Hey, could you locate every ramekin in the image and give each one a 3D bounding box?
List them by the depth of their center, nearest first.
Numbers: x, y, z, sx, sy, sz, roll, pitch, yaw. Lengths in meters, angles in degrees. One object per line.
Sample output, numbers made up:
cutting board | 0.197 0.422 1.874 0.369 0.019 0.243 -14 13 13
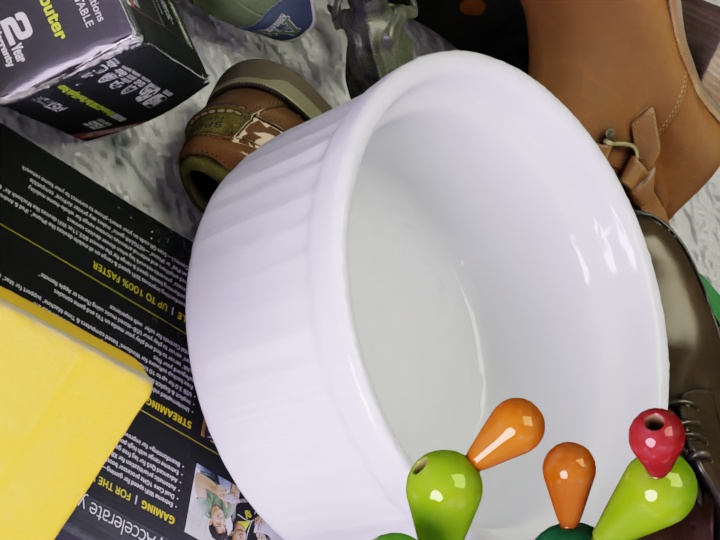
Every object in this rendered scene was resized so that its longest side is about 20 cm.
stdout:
ramekin | 0.024 0.023 1.059 0.200 0.097 0.202 20 63 -45

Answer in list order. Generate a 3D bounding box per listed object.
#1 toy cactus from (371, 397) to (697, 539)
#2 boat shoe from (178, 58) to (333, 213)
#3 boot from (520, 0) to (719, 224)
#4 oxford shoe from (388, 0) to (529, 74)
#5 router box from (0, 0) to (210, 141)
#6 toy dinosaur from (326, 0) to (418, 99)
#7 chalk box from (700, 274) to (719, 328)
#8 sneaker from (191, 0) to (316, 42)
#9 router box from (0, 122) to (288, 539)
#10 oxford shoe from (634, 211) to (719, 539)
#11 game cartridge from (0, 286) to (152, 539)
toy cactus | 0.041 0.133 0.953 0.102 0.200 0.165 48 -5 29
boat shoe | 0.000 0.000 1.173 0.200 0.072 0.068 39 47 -13
boot | 0.094 -0.082 1.278 0.200 0.077 0.156 29 90 -42
oxford shoe | 0.047 -0.163 1.322 0.200 0.072 0.085 48 35 -35
router box | -0.136 -0.155 1.058 0.150 0.062 0.201 27 38 -82
toy dinosaur | 0.014 -0.080 1.231 0.088 0.047 0.201 -94 175 -66
chalk box | 0.202 0.091 1.292 0.125 0.124 0.201 -23 86 -52
sneaker | -0.047 -0.190 1.237 0.090 0.067 0.201 36 46 -38
router box | -0.106 0.045 1.031 0.200 0.051 0.150 33 48 -31
oxford shoe | 0.128 0.069 1.142 0.084 0.072 0.201 96 -12 -79
game cartridge | -0.190 0.062 0.853 0.200 0.177 0.032 32 6 -32
